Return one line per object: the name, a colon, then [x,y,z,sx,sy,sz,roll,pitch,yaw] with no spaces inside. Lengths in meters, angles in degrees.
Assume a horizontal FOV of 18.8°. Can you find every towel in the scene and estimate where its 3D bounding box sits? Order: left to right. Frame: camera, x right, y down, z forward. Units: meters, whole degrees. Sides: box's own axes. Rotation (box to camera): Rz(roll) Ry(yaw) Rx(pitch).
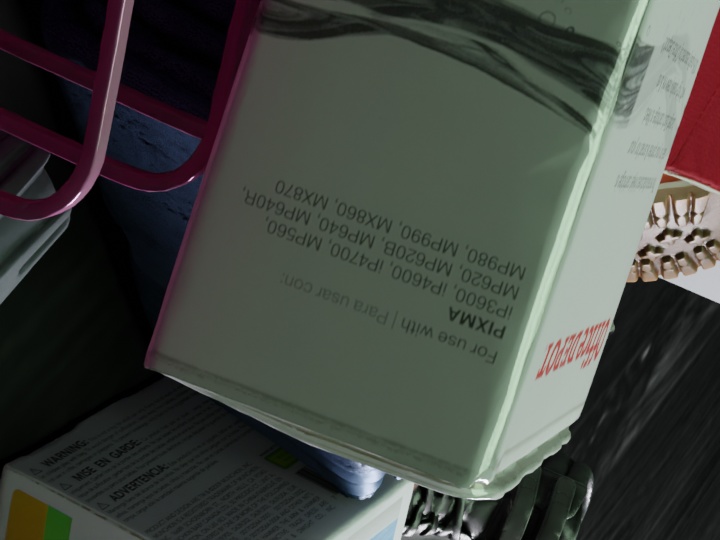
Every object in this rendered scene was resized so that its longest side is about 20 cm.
towel: [-0.033,-0.010,0.680,0.049,0.112,0.200,-48,152,-21]

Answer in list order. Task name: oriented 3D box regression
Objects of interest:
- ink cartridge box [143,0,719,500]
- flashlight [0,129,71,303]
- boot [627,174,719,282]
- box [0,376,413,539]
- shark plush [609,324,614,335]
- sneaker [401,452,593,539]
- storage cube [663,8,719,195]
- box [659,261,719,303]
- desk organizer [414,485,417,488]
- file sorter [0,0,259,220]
ink cartridge box: [0.035,-0.060,0.506,0.146,0.085,0.200,-6,114,-76]
flashlight: [-0.149,0.035,0.535,0.200,0.068,0.068,-49,149,-31]
boot: [0.160,-0.063,1.026,0.075,0.200,0.107,55,21,-59]
box: [-0.068,0.154,0.777,0.112,0.101,0.200,-30,138,-54]
shark plush: [0.064,0.011,0.988,0.083,0.091,0.200,-26,176,14]
sneaker: [0.041,0.098,0.960,0.200,0.099,0.071,-4,118,-63]
storage cube: [0.069,-0.146,0.670,0.180,0.200,0.171,-62,158,9]
box: [0.226,-0.098,1.153,0.200,0.106,0.152,-56,155,-20]
desk organizer: [0.000,0.000,0.814,0.077,0.072,0.200,-40,146,-49]
file sorter: [-0.096,-0.082,0.459,0.200,0.125,0.139,-24,133,-57]
